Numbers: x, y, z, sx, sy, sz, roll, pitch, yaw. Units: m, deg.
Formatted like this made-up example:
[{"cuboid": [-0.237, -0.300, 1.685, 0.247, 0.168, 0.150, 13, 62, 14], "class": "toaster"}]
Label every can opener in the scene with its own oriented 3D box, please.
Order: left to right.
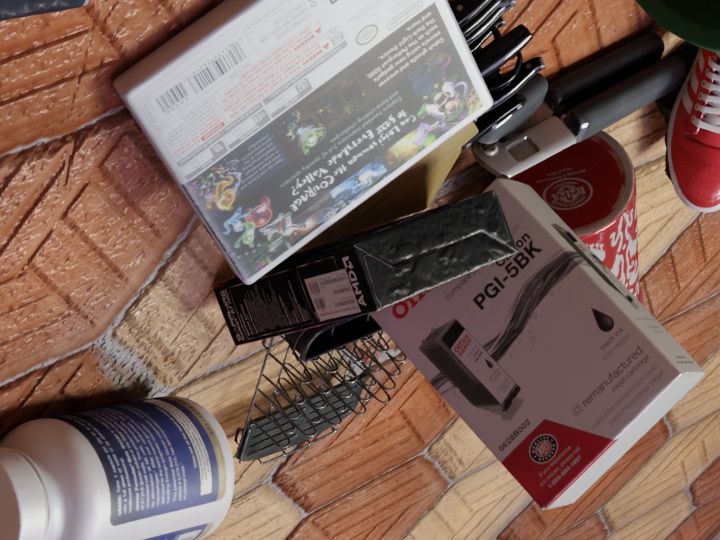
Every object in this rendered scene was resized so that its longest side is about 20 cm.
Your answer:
[{"cuboid": [0.164, -0.132, 1.515, 0.200, 0.053, 0.067, -29, 156, -26], "class": "can opener"}]

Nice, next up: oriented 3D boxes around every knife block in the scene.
[{"cuboid": [0.026, -0.109, 1.337, 0.200, 0.064, 0.176, -19, 149, -39], "class": "knife block"}]

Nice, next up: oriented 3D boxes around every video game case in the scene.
[{"cuboid": [-0.029, -0.108, 1.231, 0.200, 0.023, 0.182, -37, 135, -7], "class": "video game case"}]

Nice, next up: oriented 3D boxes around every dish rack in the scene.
[{"cuboid": [-0.022, 0.082, 1.613, 0.153, 0.055, 0.200, -19, 143, -37], "class": "dish rack"}]

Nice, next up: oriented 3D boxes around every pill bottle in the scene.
[{"cuboid": [-0.193, 0.154, 1.430, 0.200, 0.111, 0.111, -7, 141, -52], "class": "pill bottle"}]

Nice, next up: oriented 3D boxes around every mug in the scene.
[{"cuboid": [0.151, -0.006, 1.624, 0.178, 0.133, 0.200, -44, 156, -19], "class": "mug"}]

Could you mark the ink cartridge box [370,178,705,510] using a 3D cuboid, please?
[{"cuboid": [0.126, 0.053, 1.478, 0.147, 0.200, 0.083, -47, 163, 13], "class": "ink cartridge box"}]

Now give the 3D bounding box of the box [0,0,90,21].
[{"cuboid": [-0.183, -0.198, 0.789, 0.200, 0.117, 0.197, -18, 149, -43], "class": "box"}]

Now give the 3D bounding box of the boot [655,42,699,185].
[{"cuboid": [0.337, -0.159, 1.687, 0.211, 0.080, 0.158, -29, 150, 3], "class": "boot"}]

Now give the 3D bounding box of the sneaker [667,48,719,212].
[{"cuboid": [0.284, -0.144, 1.530, 0.112, 0.071, 0.200, 82, 22, -89], "class": "sneaker"}]

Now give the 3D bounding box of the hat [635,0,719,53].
[{"cuboid": [0.272, -0.251, 1.341, 0.176, 0.200, 0.166, -25, 133, -35], "class": "hat"}]

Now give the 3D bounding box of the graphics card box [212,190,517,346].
[{"cuboid": [0.000, 0.000, 1.393, 0.125, 0.051, 0.200, -21, -178, -33], "class": "graphics card box"}]
